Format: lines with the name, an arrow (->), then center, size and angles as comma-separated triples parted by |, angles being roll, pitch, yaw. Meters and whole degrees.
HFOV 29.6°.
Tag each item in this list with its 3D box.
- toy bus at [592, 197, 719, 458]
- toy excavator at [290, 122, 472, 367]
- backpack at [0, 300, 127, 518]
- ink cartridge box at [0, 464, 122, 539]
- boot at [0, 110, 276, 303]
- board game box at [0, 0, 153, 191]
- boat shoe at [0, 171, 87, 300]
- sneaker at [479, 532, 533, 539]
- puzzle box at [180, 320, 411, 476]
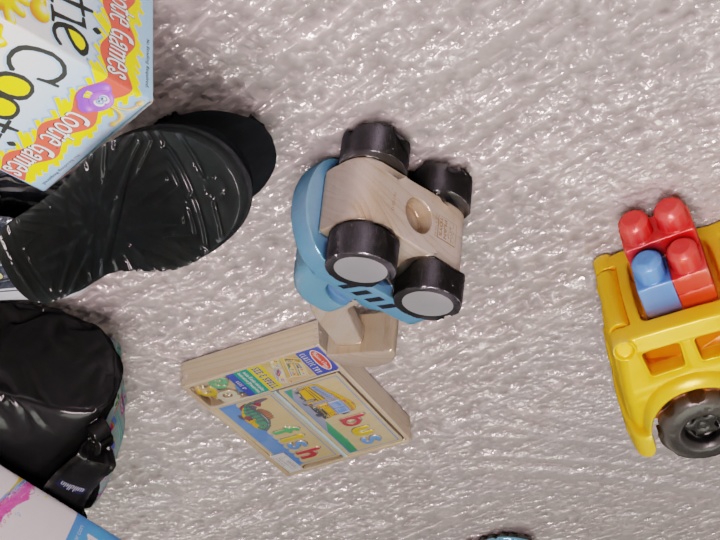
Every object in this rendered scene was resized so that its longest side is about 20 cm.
toy bus -> 0.271, 0.022, 1.022 | 0.198, 0.136, 0.193 | -17, 129, 13
toy excavator -> 0.000, 0.000, 0.982 | 0.194, 0.101, 0.199 | 28, 147, -36
backpack -> -0.249, 0.113, 1.065 | 0.165, 0.128, 0.201 | 16, 146, 5
ink cartridge box -> -0.301, 0.195, 1.020 | 0.199, 0.085, 0.144 | 37, 147, -24
boot -> -0.101, -0.057, 0.804 | 0.199, 0.168, 0.077 | -21, 102, 40
board game box -> -0.216, -0.144, 0.714 | 0.103, 0.106, 0.199 | -31, 139, 32
boat shoe -> -0.278, -0.022, 0.921 | 0.198, 0.071, 0.091 | -8, 144, -13
sneaker -> 0.107, 0.360, 1.505 | 0.199, 0.096, 0.079 | -28, 139, 30
puzzle box -> -0.051, 0.116, 1.189 | 0.132, 0.026, 0.200 | -19, 143, 18
